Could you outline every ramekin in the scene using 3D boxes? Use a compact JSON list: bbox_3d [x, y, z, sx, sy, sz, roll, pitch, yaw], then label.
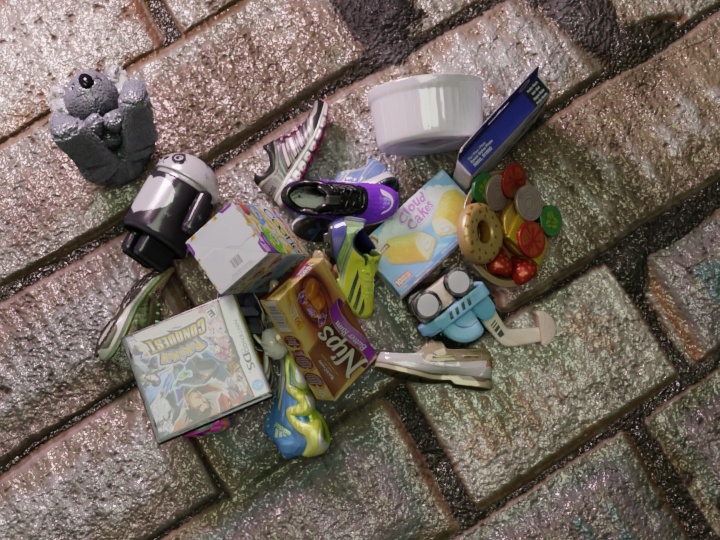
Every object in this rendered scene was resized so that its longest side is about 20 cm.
[{"bbox_3d":[0.113,-0.256,1.629,0.197,0.200,0.099,-6,88,1],"label":"ramekin"}]

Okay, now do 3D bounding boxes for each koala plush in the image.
[{"bbox_3d":[-0.453,-0.268,1.682,0.176,0.185,0.201,-28,59,-12],"label":"koala plush"}]

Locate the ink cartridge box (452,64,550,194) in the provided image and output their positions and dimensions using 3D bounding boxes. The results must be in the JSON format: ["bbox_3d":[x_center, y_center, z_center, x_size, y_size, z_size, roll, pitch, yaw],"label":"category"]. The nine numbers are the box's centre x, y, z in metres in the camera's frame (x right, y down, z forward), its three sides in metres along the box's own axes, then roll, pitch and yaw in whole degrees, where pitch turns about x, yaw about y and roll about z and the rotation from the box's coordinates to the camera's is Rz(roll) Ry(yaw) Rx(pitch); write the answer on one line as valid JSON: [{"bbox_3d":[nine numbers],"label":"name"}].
[{"bbox_3d":[0.233,-0.225,1.613,0.041,0.200,0.200,42,84,9],"label":"ink cartridge box"}]

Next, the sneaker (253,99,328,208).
[{"bbox_3d":[-0.122,-0.214,1.686,0.087,0.074,0.202,26,86,0],"label":"sneaker"}]

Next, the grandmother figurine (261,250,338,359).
[{"bbox_3d":[-0.104,0.060,1.610,0.120,0.061,0.201,32,61,-1],"label":"grandmother figurine"}]

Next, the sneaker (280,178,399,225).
[{"bbox_3d":[-0.035,-0.111,1.578,0.197,0.100,0.071,3,91,2],"label":"sneaker"}]

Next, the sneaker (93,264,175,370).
[{"bbox_3d":[-0.368,0.082,1.657,0.088,0.077,0.201,38,80,-24],"label":"sneaker"}]

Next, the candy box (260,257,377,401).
[{"bbox_3d":[-0.065,0.096,1.571,0.117,0.056,0.202,-42,113,-34],"label":"candy box"}]

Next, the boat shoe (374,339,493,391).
[{"bbox_3d":[0.122,0.152,1.618,0.197,0.075,0.069,10,76,-5],"label":"boat shoe"}]

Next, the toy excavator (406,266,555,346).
[{"bbox_3d":[0.201,0.079,1.624,0.193,0.100,0.201,-35,94,-4],"label":"toy excavator"}]

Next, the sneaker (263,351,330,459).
[{"bbox_3d":[-0.125,0.218,1.609,0.104,0.076,0.202,-23,69,9],"label":"sneaker"}]

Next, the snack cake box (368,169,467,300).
[{"bbox_3d":[0.103,-0.060,1.655,0.200,0.067,0.115,-42,82,-6],"label":"snack cake box"}]

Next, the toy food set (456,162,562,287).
[{"bbox_3d":[0.246,-0.074,1.618,0.199,0.048,0.200,37,67,-24],"label":"toy food set"}]

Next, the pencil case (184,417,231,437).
[{"bbox_3d":[-0.268,0.174,1.614,0.087,0.088,0.203,-11,82,0],"label":"pencil case"}]

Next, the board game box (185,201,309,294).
[{"bbox_3d":[-0.179,-0.035,1.582,0.105,0.200,0.103,-39,80,12],"label":"board game box"}]

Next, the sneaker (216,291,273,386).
[{"bbox_3d":[-0.193,0.106,1.630,0.077,0.079,0.202,-20,78,-1],"label":"sneaker"}]

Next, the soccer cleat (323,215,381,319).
[{"bbox_3d":[0.000,0.000,1.595,0.082,0.202,0.065,-6,36,16],"label":"soccer cleat"}]

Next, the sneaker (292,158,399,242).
[{"bbox_3d":[-0.031,-0.119,1.677,0.198,0.076,0.077,-29,54,-1],"label":"sneaker"}]

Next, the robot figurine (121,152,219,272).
[{"bbox_3d":[-0.322,-0.101,1.642,0.149,0.125,0.202,26,76,8],"label":"robot figurine"}]

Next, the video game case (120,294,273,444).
[{"bbox_3d":[-0.262,0.156,1.565,0.198,0.026,0.183,-22,81,-5],"label":"video game case"}]
